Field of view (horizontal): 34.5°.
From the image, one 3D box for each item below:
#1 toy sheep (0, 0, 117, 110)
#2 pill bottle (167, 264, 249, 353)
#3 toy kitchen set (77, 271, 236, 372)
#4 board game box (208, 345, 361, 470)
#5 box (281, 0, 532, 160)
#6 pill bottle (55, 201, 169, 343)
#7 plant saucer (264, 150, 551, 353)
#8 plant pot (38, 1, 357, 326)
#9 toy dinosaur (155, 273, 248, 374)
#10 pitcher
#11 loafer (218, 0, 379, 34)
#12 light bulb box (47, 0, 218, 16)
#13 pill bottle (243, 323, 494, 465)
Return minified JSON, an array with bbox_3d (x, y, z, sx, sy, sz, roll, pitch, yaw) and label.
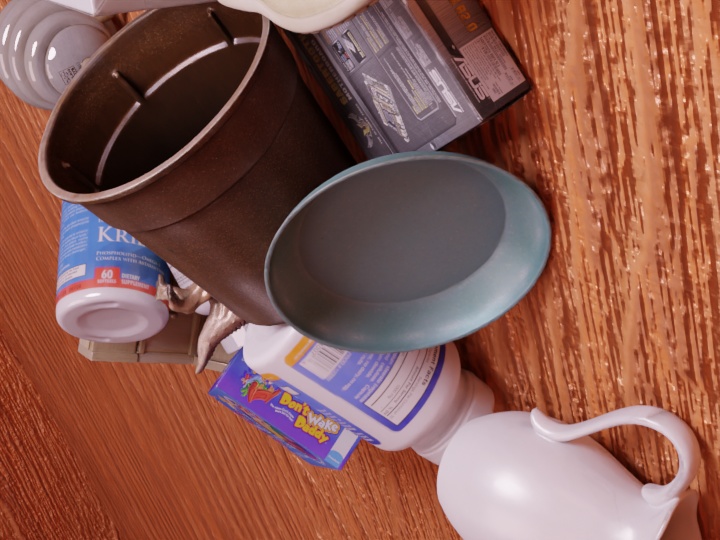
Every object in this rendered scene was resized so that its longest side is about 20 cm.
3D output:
[{"bbox_3d":[-0.304,-0.225,1.177,0.200,0.138,0.138,23,142,50],"label":"toy sheep"},{"bbox_3d":[-0.135,-0.028,1.128,0.200,0.114,0.114,62,156,-3],"label":"pill bottle"},{"bbox_3d":[-0.166,0.035,1.242,0.180,0.200,0.164,20,101,52],"label":"toy kitchen set"},{"bbox_3d":[-0.077,0.135,1.115,0.134,0.045,0.200,35,168,-4],"label":"board game box"},{"bbox_3d":[0.008,-0.169,0.772,0.200,0.048,0.158,56,157,-3],"label":"box"},{"bbox_3d":[-0.250,-0.037,1.182,0.112,0.112,0.200,107,161,-61],"label":"pill bottle"},{"bbox_3d":[0.031,-0.017,0.804,0.200,0.200,0.036,85,175,-50],"label":"plant saucer"},{"bbox_3d":[-0.095,-0.072,0.858,0.200,0.200,0.198,25,162,48],"label":"plant pot"},{"bbox_3d":[-0.106,-0.013,1.014,0.086,0.135,0.200,136,134,-65],"label":"toy dinosaur"},{"bbox_3d":[0.160,0.159,0.873,0.200,0.121,0.172,18,118,38],"label":"pitcher"},{"bbox_3d":[-0.042,-0.189,0.682,0.200,0.076,0.068,20,145,52],"label":"loafer"},{"bbox_3d":[-0.181,-0.292,0.797,0.200,0.125,0.199,27,124,47],"label":"light bulb box"},{"bbox_3d":[0.012,0.080,0.965,0.200,0.112,0.112,34,163,-21],"label":"pill bottle"}]
